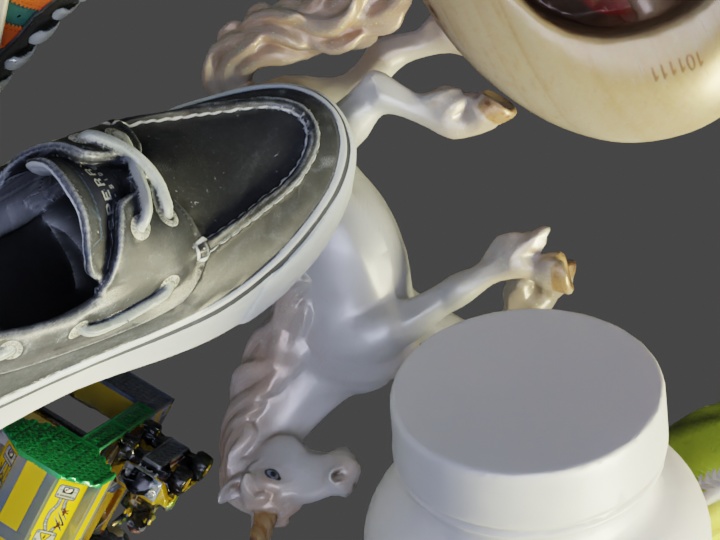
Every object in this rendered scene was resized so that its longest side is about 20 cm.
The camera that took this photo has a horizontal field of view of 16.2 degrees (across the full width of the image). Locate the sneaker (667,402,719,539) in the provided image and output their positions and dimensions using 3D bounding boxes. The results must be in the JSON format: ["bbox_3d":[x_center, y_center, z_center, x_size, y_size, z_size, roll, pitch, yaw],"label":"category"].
[{"bbox_3d":[0.199,0.068,0.860,0.200,0.076,0.105,-22,114,16],"label":"sneaker"}]

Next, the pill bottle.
[{"bbox_3d":[0.059,0.117,0.824,0.112,0.112,0.200,-3,125,5],"label":"pill bottle"}]

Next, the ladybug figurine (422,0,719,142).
[{"bbox_3d":[0.070,-0.140,0.808,0.135,0.072,0.201,-18,103,5],"label":"ladybug figurine"}]

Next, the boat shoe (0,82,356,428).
[{"bbox_3d":[-0.082,-0.011,0.759,0.200,0.068,0.072,-27,68,-23],"label":"boat shoe"}]

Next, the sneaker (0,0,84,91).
[{"bbox_3d":[-0.131,-0.091,0.844,0.199,0.071,0.080,-20,118,6],"label":"sneaker"}]

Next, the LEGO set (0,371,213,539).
[{"bbox_3d":[-0.162,0.065,0.839,0.200,0.154,0.116,28,104,0],"label":"LEGO set"}]

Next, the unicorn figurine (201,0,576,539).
[{"bbox_3d":[0.000,0.000,0.857,0.137,0.074,0.201,-17,86,9],"label":"unicorn figurine"}]

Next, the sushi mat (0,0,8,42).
[{"bbox_3d":[-0.146,-0.137,0.776,0.095,0.012,0.201,12,113,-7],"label":"sushi mat"}]
